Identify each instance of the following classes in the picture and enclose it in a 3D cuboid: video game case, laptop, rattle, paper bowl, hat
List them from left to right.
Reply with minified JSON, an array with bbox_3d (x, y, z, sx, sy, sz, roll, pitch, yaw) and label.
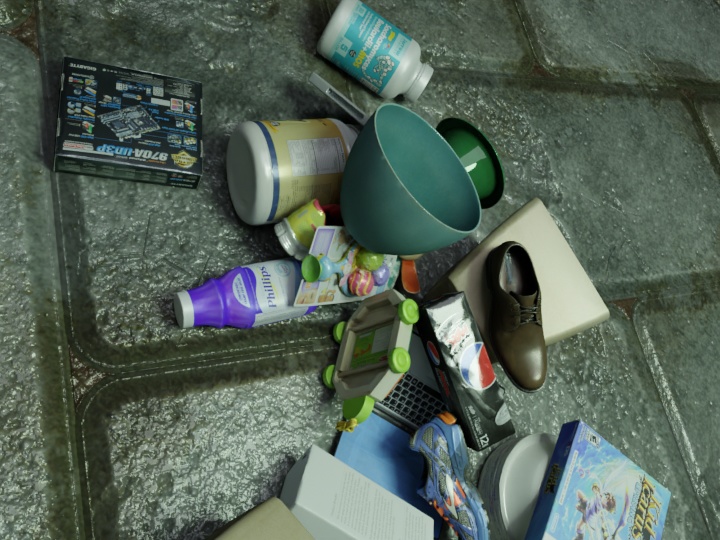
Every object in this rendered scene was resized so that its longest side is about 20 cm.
[{"bbox_3d":[0.015,-0.232,1.024,0.200,0.018,0.142,47,13,35],"label":"video game case"},{"bbox_3d":[0.071,-0.069,1.072,0.127,0.143,0.204,-17,91,2],"label":"rattle"},{"bbox_3d":[0.082,0.222,0.898,0.185,0.202,0.116,31,16,-11],"label":"laptop"},{"bbox_3d":[0.121,-0.133,1.048,0.175,0.200,0.167,-36,89,-20],"label":"hat"},{"bbox_3d":[0.279,0.343,0.952,0.196,0.104,0.205,10,66,-22],"label":"paper bowl"},{"bbox_3d":[0.327,0.342,0.888,0.180,0.045,0.202,38,58,-8],"label":"video game case"}]

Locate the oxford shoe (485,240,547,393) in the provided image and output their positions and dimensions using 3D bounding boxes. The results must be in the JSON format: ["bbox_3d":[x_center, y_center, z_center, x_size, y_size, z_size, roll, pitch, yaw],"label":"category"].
[{"bbox_3d":[0.208,0.060,0.857,0.071,0.084,0.205,-11,82,-3],"label":"oxford shoe"}]

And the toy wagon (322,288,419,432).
[{"bbox_3d":[0.010,0.124,0.881,0.039,0.154,0.204,31,57,-29],"label":"toy wagon"}]

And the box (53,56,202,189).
[{"bbox_3d":[-0.324,-0.208,0.924,0.196,0.046,0.163,4,67,-25],"label":"box"}]

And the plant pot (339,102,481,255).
[{"bbox_3d":[0.049,-0.100,0.876,0.198,0.134,0.203,30,40,-29],"label":"plant pot"}]

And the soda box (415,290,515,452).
[{"bbox_3d":[0.137,0.134,0.880,0.062,0.071,0.204,-21,91,-16],"label":"soda box"}]

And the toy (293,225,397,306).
[{"bbox_3d":[0.000,0.000,0.919,0.047,0.117,0.198,31,20,37],"label":"toy"}]

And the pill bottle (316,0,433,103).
[{"bbox_3d":[0.029,-0.379,1.138,0.198,0.111,0.112,31,58,-11],"label":"pill bottle"}]

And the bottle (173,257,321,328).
[{"bbox_3d":[-0.153,0.035,0.891,0.196,0.065,0.085,-10,70,-30],"label":"bottle"}]

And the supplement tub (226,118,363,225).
[{"bbox_3d":[-0.085,-0.148,0.959,0.196,0.144,0.147,-9,72,-29],"label":"supplement tub"}]

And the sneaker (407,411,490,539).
[{"bbox_3d":[0.114,0.297,0.866,0.077,0.075,0.204,-15,81,-7],"label":"sneaker"}]

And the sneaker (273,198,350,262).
[{"bbox_3d":[-0.031,-0.050,0.940,0.199,0.090,0.079,13,38,-57],"label":"sneaker"}]

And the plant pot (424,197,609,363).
[{"bbox_3d":[0.216,0.045,0.996,0.175,0.200,0.202,-28,81,-18],"label":"plant pot"}]

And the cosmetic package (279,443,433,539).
[{"bbox_3d":[-0.006,0.321,0.814,0.198,0.072,0.102,35,26,-9],"label":"cosmetic package"}]

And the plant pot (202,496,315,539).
[{"bbox_3d":[-0.125,0.368,0.694,0.200,0.200,0.177,47,46,0],"label":"plant pot"}]
